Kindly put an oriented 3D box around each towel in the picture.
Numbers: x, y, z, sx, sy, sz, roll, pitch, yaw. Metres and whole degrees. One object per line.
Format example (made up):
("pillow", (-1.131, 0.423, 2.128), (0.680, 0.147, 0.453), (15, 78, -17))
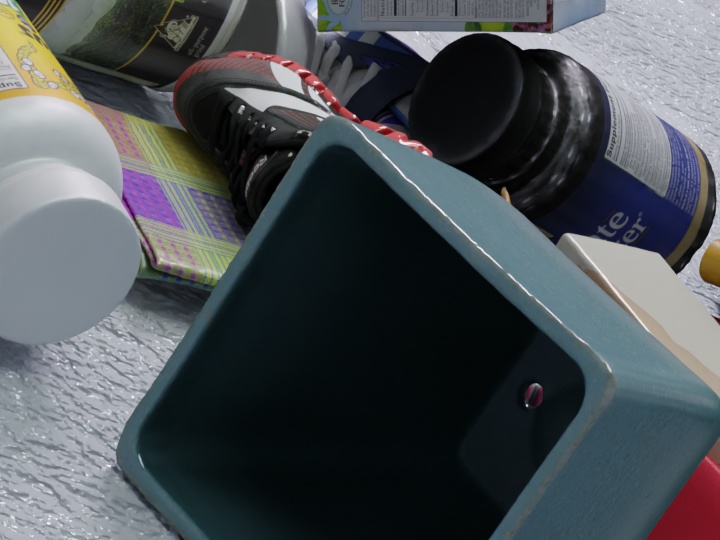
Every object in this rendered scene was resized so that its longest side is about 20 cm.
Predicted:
("towel", (-0.085, -0.031, 1.528), (0.143, 0.023, 0.200), (17, 23, -30))

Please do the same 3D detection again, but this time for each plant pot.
("plant pot", (0.051, 0.073, 1.279), (0.196, 0.197, 0.200), (44, 19, 31))

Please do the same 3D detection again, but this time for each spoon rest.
("spoon rest", (-0.061, -0.171, 1.677), (0.060, 0.099, 0.201), (15, 60, -20))

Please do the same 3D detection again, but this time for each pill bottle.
("pill bottle", (-0.182, -0.056, 1.352), (0.113, 0.113, 0.200), (12, 27, -38))
("pill bottle", (0.122, -0.068, 1.714), (0.200, 0.112, 0.112), (28, 17, -45))

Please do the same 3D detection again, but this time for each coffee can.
("coffee can", (-0.179, -0.198, 1.616), (0.200, 0.147, 0.146), (15, 26, -34))

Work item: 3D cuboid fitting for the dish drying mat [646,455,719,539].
("dish drying mat", (0.134, 0.101, 1.462), (0.018, 0.077, 0.200), (16, 25, -51))

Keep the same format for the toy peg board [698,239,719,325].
("toy peg board", (0.251, 0.019, 1.652), (0.098, 0.200, 0.200), (24, 16, 31))

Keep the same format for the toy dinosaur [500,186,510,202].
("toy dinosaur", (0.038, -0.006, 1.595), (0.106, 0.061, 0.200), (-4, 21, -9))

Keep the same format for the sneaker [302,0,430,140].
("sneaker", (-0.013, -0.116, 1.739), (0.200, 0.081, 0.147), (24, 18, -30))

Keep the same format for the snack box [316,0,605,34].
("snack box", (0.064, -0.173, 1.694), (0.142, 0.053, 0.200), (3, 9, 14))

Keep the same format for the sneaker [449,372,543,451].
("sneaker", (0.044, 0.057, 1.437), (0.200, 0.081, 0.088), (27, 24, -11))

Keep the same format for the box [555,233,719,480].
("box", (0.163, 0.075, 1.534), (0.078, 0.095, 0.200), (13, 26, -36))

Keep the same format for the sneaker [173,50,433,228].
("sneaker", (-0.044, -0.064, 1.525), (0.200, 0.071, 0.098), (33, 29, 35))
